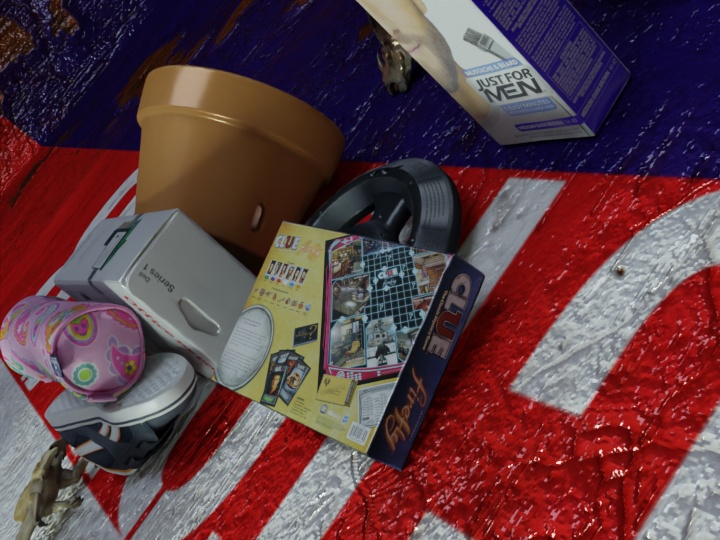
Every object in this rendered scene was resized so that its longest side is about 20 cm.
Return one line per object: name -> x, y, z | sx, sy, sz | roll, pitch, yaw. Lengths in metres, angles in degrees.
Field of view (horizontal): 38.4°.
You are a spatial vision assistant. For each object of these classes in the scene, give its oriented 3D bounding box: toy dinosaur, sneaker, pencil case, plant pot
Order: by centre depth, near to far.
sneaker -> -0.192, 0.126, 0.900 | 0.200, 0.079, 0.078 | -15, 28, 47
pencil case -> -0.256, 0.066, 0.907 | 0.200, 0.087, 0.088 | 3, 56, 58
plant pot -> -0.128, -0.087, 0.985 | 0.200, 0.200, 0.140 | -3, 69, 58
toy dinosaur -> -0.300, 0.198, 0.999 | 0.101, 0.058, 0.200 | -36, 28, 28
toy dinosaur -> 0.075, -0.277, 1.009 | 0.200, 0.086, 0.135 | -57, 29, -9

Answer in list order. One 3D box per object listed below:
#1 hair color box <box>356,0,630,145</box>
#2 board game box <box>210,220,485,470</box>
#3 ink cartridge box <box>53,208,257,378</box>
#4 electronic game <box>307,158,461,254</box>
hair color box -> 0.082, -0.174, 0.723 | 0.065, 0.200, 0.109 | -56, 26, -16
board game box -> -0.016, 0.042, 0.712 | 0.200, 0.035, 0.136 | 15, 78, 53
ink cartridge box -> -0.170, 0.024, 0.927 | 0.200, 0.146, 0.084 | 0, 51, 58
electronic game -> 0.000, 0.000, 0.800 | 0.200, 0.042, 0.200 | -36, 36, 31
